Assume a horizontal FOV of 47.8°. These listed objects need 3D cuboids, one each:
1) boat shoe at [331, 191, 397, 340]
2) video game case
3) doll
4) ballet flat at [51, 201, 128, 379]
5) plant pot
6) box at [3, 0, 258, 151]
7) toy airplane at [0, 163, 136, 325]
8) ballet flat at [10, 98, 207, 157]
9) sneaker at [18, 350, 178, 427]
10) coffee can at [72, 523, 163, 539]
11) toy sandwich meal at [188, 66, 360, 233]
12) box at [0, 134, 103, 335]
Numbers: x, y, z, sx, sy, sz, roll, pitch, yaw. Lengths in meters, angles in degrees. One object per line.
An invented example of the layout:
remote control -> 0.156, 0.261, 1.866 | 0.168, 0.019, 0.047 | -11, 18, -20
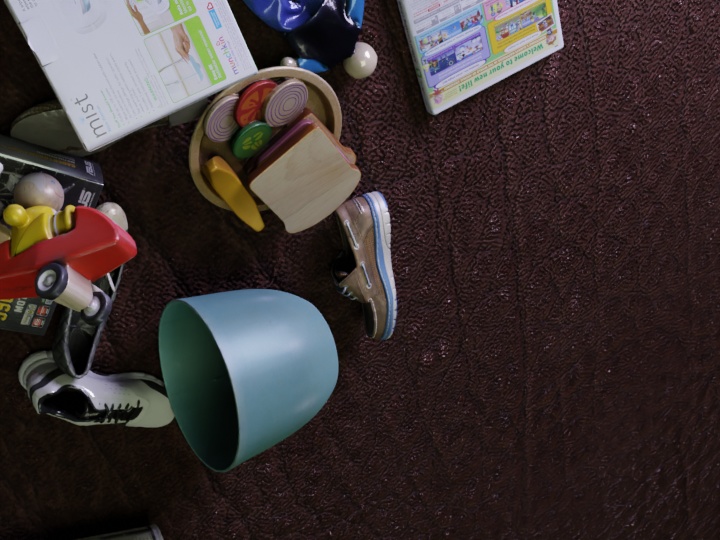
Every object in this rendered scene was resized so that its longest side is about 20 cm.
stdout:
boat shoe -> 0.000, 0.000, 1.038 | 0.072, 0.072, 0.202 | -12, 112, -15
video game case -> 0.143, -0.308, 0.962 | 0.199, 0.022, 0.183 | -29, 126, -11
doll -> -0.049, -0.276, 0.864 | 0.137, 0.048, 0.200 | -48, 127, 6
ballet flat -> -0.291, 0.023, 0.894 | 0.066, 0.057, 0.202 | 4, 109, -44
plant pot -> -0.124, 0.113, 0.962 | 0.160, 0.200, 0.202 | -15, 124, -35
box -> -0.218, -0.237, 0.738 | 0.175, 0.097, 0.201 | -28, 110, -10
toy airplane -> -0.316, -0.023, 0.749 | 0.197, 0.142, 0.200 | 14, 154, -20
ballet flat -> -0.255, -0.164, 0.829 | 0.198, 0.047, 0.068 | -18, 145, -11
sneaker -> -0.303, 0.159, 0.961 | 0.199, 0.080, 0.074 | 20, 105, -36
coffee can -> -0.354, 0.416, 1.036 | 0.198, 0.146, 0.148 | -3, 118, -26
toy sandwich meal -> -0.091, -0.125, 0.891 | 0.204, 0.070, 0.206 | -22, 140, -20
box -> -0.369, -0.037, 0.818 | 0.157, 0.048, 0.201 | 15, 117, -33
